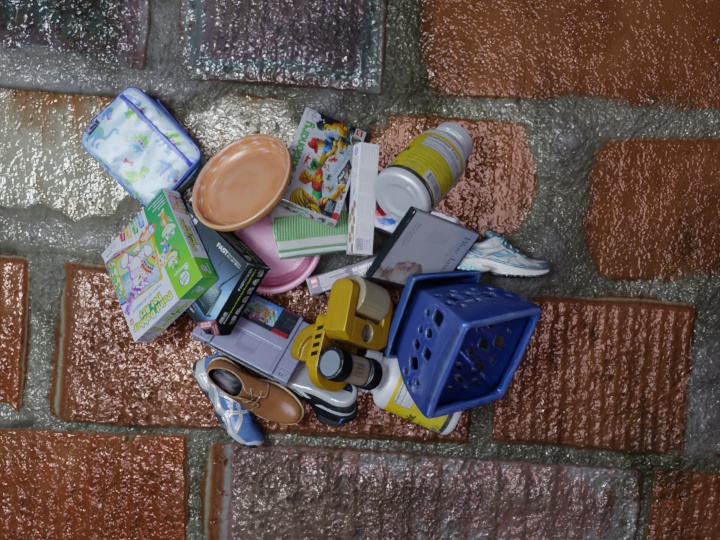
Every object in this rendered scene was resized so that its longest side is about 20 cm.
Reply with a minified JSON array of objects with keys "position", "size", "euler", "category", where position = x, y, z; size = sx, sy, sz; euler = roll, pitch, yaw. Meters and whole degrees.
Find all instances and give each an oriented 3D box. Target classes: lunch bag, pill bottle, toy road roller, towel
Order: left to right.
[{"position":[-0.400,-0.228,1.149],"size":[0.161,0.082,0.200],"euler":[-44,93,-3],"category":"lunch bag"},{"position":[-0.100,-0.123,1.136],"size":[0.151,0.023,0.202],"euler":[-8,74,-19],"category":"towel"},{"position":[-0.040,0.112,1.090],"size":[0.145,0.123,0.202],"euler":[3,75,39],"category":"toy road roller"},{"position":[0.091,0.220,1.155],"size":[0.198,0.111,0.112],"euler":[24,91,-1],"category":"pill bottle"},{"position":[0.121,-0.181,1.106],"size":[0.111,0.111,0.200],"euler":[44,56,-2],"category":"pill bottle"}]

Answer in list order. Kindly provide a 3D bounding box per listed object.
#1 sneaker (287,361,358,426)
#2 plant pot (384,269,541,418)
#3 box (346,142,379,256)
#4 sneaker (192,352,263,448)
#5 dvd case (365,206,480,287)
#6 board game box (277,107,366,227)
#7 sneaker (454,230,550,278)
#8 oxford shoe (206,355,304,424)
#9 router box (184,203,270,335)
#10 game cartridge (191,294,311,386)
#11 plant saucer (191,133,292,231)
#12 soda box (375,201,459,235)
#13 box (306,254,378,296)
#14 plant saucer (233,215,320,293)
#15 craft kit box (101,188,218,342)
[{"position":[-0.096,0.233,1.172],"size":[0.199,0.113,0.073],"euler":[24,47,25],"category":"sneaker"},{"position":[0.163,0.111,1.080],"size":[0.199,0.180,0.202],"euler":[-5,124,-37],"category":"plant pot"},{"position":[0.004,-0.127,1.112],"size":[0.041,0.039,0.202],"euler":[3,89,-21],"category":"box"},{"position":[-0.237,0.244,1.165],"size":[0.077,0.076,0.201],"euler":[-32,93,4],"category":"sneaker"},{"position":[0.113,-0.029,1.077],"size":[0.143,0.199,0.018],"euler":[-56,50,19],"category":"dvd case"},{"position":[-0.075,-0.192,1.135],"size":[0.125,0.035,0.202],"euler":[20,67,-9],"category":"board game box"},{"position":[0.266,-0.032,1.171],"size":[0.198,0.078,0.087],"euler":[7,88,-2],"category":"sneaker"},{"position":[-0.192,0.226,1.105],"size":[0.199,0.071,0.072],"euler":[29,91,-5],"category":"oxford shoe"},{"position":[-0.273,-0.002,1.106],"size":[0.200,0.062,0.151],"euler":[40,104,29],"category":"router box"},{"position":[-0.194,0.114,1.146],"size":[0.199,0.038,0.130],"euler":[26,62,5],"category":"game cartridge"},{"position":[-0.205,-0.152,1.086],"size":[0.198,0.037,0.202],"euler":[-12,58,20],"category":"plant saucer"},{"position":[0.081,-0.097,1.170],"size":[0.198,0.064,0.069],"euler":[19,89,-2],"category":"soda box"},{"position":[0.000,0.000,1.147],"size":[0.198,0.110,0.035],"euler":[-18,90,0],"category":"box"},{"position":[-0.170,-0.058,1.172],"size":[0.198,0.051,0.203],"euler":[0,91,-1],"category":"plant saucer"},{"position":[-0.365,-0.007,1.103],"size":[0.200,0.048,0.198],"euler":[-40,69,22],"category":"craft kit box"}]
